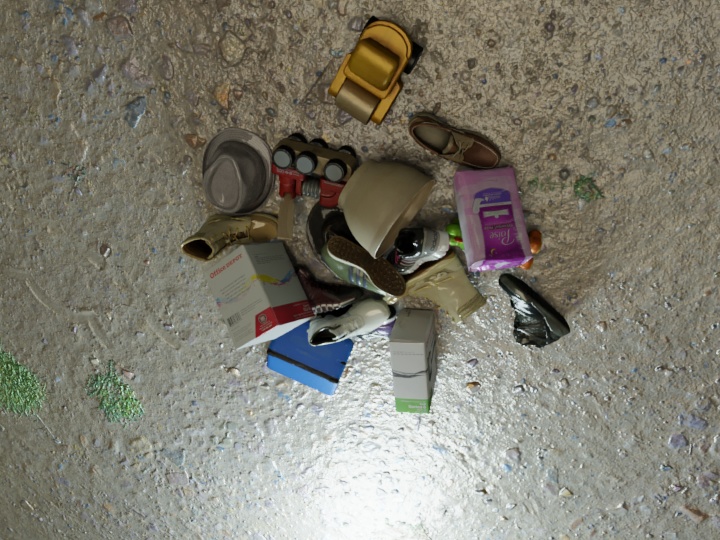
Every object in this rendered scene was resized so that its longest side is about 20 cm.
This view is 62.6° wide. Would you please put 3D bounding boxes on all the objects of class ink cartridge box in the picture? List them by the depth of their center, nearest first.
[{"bbox_3d":[-0.232,0.053,1.363,0.145,0.145,0.200,-30,80,30],"label":"ink cartridge box"},{"bbox_3d":[0.127,0.211,1.391,0.084,0.146,0.200,1,117,15],"label":"ink cartridge box"}]

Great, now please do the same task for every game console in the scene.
[{"bbox_3d":[-0.134,0.220,1.541,0.200,0.118,0.171,23,89,3],"label":"game console"}]

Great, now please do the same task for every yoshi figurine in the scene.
[{"bbox_3d":[0.271,-0.072,1.252,0.199,0.112,0.113,13,81,-5],"label":"yoshi figurine"}]

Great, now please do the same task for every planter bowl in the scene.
[{"bbox_3d":[0.039,-0.143,1.217,0.135,0.200,0.200,37,120,8],"label":"planter bowl"}]

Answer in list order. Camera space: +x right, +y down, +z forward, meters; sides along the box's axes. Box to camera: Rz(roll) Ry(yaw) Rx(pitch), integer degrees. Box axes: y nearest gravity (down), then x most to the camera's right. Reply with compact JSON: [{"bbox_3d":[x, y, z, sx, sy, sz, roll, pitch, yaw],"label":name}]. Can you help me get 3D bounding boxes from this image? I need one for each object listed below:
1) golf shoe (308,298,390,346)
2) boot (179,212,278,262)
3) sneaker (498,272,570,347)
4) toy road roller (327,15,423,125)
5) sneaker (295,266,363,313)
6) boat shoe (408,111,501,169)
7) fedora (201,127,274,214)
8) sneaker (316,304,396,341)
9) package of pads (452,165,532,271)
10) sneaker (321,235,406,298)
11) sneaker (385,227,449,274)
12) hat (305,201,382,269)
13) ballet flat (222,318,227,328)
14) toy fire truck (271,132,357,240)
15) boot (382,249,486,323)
[{"bbox_3d":[-0.027,0.129,1.338,0.200,0.097,0.078,-22,104,15],"label":"golf shoe"},{"bbox_3d":[-0.294,-0.075,1.355,0.199,0.156,0.073,4,117,13],"label":"boot"},{"bbox_3d":[0.357,0.099,1.310,0.199,0.076,0.114,42,113,-14],"label":"sneaker"},{"bbox_3d":[0.019,-0.373,1.124,0.123,0.146,0.200,32,120,-2],"label":"toy road roller"},{"bbox_3d":[-0.101,0.039,1.411,0.199,0.076,0.116,-15,100,14],"label":"sneaker"},{"bbox_3d":[0.184,-0.248,1.183,0.200,0.072,0.076,21,120,1],"label":"boat shoe"},{"bbox_3d":[-0.289,-0.209,1.324,0.177,0.090,0.200,25,120,2],"label":"fedora"},{"bbox_3d":[-0.010,0.136,1.435,0.199,0.076,0.088,2,123,14],"label":"sneaker"},{"bbox_3d":[0.256,-0.104,1.167,0.120,0.076,0.201,-7,77,-5],"label":"package of pads"},{"bbox_3d":[0.000,0.000,1.289,0.200,0.067,0.090,33,153,-13],"label":"sneaker"},{"bbox_3d":[0.099,-0.047,1.254,0.087,0.074,0.200,18,159,-25],"label":"sneaker"},{"bbox_3d":[-0.045,-0.063,1.336,0.200,0.081,0.201,7,118,13],"label":"hat"},{"bbox_3d":[-0.265,0.123,1.489,0.200,0.069,0.070,-11,113,26],"label":"ballet flat"},{"bbox_3d":[-0.112,-0.169,1.283,0.176,0.129,0.200,16,127,7],"label":"toy fire truck"},{"bbox_3d":[0.165,0.062,1.340,0.200,0.073,0.156,-32,104,22],"label":"boot"}]
